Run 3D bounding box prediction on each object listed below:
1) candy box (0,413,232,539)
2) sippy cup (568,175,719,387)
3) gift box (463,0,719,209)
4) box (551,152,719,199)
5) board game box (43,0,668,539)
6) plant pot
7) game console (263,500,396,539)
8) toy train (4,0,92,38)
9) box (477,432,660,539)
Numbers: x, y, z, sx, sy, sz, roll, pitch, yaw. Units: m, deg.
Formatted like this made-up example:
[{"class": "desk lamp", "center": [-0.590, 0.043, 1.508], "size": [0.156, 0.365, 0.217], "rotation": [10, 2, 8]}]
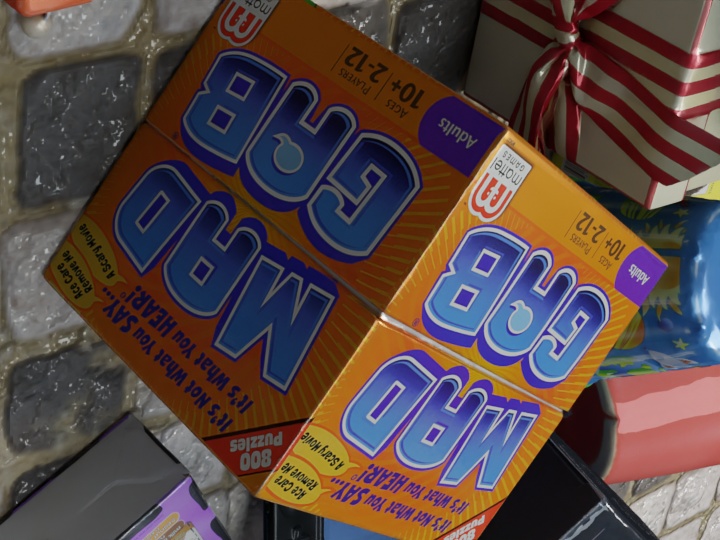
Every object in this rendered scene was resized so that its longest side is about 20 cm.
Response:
[{"class": "candy box", "center": [-0.152, 0.213, 0.885], "size": [0.168, 0.071, 0.201], "rotation": [-40, 141, -16]}, {"class": "sippy cup", "center": [0.175, 0.008, 0.895], "size": [0.177, 0.130, 0.141], "rotation": [-19, 103, -47]}, {"class": "gift box", "center": [0.185, -0.155, 0.846], "size": [0.186, 0.200, 0.186], "rotation": [-16, 125, -36]}, {"class": "box", "center": [0.230, -0.084, 1.048], "size": [0.199, 0.075, 0.050], "rotation": [-9, 124, -41]}, {"class": "board game box", "center": [0.000, 0.000, 0.766], "size": [0.201, 0.200, 0.199], "rotation": [-56, 142, 4]}, {"class": "plant pot", "center": [0.216, 0.068, 1.073], "size": [0.176, 0.201, 0.202], "rotation": [-17, 132, -24]}, {"class": "game console", "center": [0.042, 0.141, 0.984], "size": [0.199, 0.118, 0.172], "rotation": [-10, 105, -41]}, {"class": "toy train", "center": [-0.176, -0.149, 0.581], "size": [0.199, 0.056, 0.151], "rotation": [-17, 130, -38]}, {"class": "box", "center": [0.133, 0.190, 0.920], "size": [0.107, 0.149, 0.200], "rotation": [-43, 123, 3]}]
